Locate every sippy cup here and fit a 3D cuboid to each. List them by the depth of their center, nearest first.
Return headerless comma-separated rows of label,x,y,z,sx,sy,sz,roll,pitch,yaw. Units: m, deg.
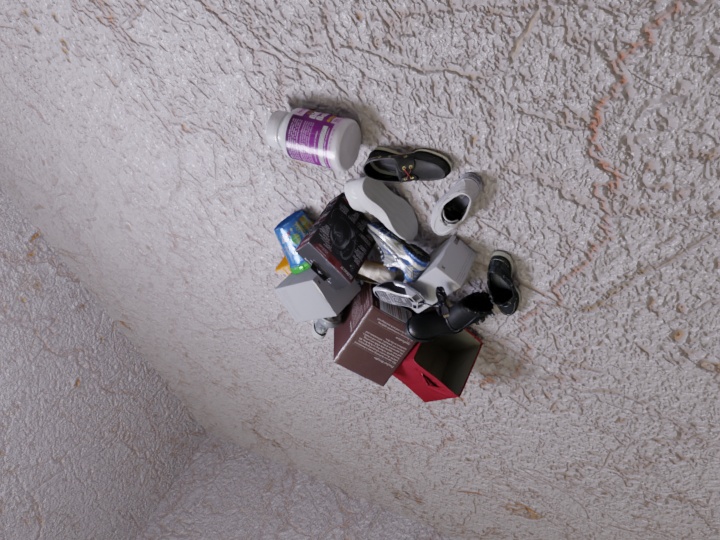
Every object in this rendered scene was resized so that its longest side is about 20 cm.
sippy cup,-0.163,-0.085,1.631,0.175,0.140,0.132,-25,109,25

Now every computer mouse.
computer mouse,0.121,0.056,1.426,0.196,0.045,0.110,13,155,28

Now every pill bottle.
pill bottle,-0.106,-0.292,1.319,0.196,0.113,0.114,17,144,23

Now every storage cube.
storage cube,0.196,0.236,1.657,0.170,0.202,0.179,38,153,-11

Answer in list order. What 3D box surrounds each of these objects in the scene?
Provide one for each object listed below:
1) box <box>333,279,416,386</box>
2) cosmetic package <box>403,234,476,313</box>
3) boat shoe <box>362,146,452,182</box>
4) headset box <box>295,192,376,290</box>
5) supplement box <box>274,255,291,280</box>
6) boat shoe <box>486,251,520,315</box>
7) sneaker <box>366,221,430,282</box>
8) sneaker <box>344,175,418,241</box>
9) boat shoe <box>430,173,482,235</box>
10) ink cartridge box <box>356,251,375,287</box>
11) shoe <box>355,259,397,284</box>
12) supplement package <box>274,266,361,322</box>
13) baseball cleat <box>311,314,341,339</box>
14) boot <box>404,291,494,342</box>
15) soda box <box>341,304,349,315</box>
box,0.041,0.161,1.620,0.163,0.165,0.202,28,113,-16
cosmetic package,0.182,0.011,1.458,0.081,0.114,0.200,39,149,-9
boat shoe,0.098,-0.217,1.285,0.197,0.064,0.075,12,139,28
headset box,-0.056,-0.064,1.486,0.149,0.202,0.077,42,146,-17
supplement box,-0.145,0.032,1.804,0.200,0.074,0.125,47,146,-19
boat shoe,0.332,0.049,1.413,0.073,0.067,0.202,14,142,26
sneaker,0.074,-0.044,1.449,0.200,0.076,0.087,42,119,33
sneaker,0.046,-0.150,1.422,0.200,0.074,0.115,45,163,-28
boat shoe,0.199,-0.126,1.306,0.071,0.066,0.200,35,147,-4
ink cartridge box,0.004,0.007,1.680,0.093,0.037,0.202,15,145,27
shoe,0.000,0.000,1.577,0.196,0.055,0.070,13,165,26
supplement package,-0.117,0.050,1.606,0.198,0.117,0.119,-13,115,51
baseball cleat,-0.096,0.152,1.688,0.068,0.109,0.200,17,-172,-6
boot,0.225,0.114,1.495,0.194,0.075,0.162,-3,158,-28
soda box,-0.054,0.069,1.731,0.203,0.063,0.071,60,166,-19
